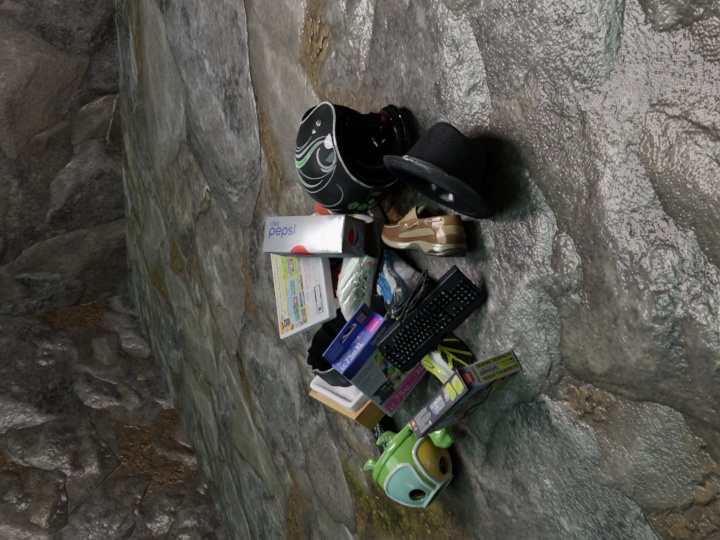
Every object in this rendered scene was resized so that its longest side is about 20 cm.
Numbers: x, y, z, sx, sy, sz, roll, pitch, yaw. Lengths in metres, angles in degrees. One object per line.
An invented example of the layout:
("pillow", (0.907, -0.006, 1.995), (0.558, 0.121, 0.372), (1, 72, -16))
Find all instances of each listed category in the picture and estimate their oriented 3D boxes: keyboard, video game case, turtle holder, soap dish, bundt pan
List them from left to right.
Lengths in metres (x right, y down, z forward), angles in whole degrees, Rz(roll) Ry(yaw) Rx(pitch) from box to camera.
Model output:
("video game case", (-0.115, 0.015, 1.357), (0.181, 0.023, 0.205), (-26, 68, 49))
("bundt pan", (-0.006, 0.140, 1.318), (0.076, 0.202, 0.201), (50, 161, -25))
("soap dish", (0.003, 0.221, 1.363), (0.082, 0.157, 0.199), (53, 160, -22))
("turtle holder", (0.108, 0.340, 1.265), (0.131, 0.140, 0.187), (41, 99, 24))
("keyboard", (0.098, 0.079, 1.102), (0.104, 0.040, 0.200), (40, 113, -8))

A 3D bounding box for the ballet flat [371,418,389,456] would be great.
("ballet flat", (0.049, 0.322, 1.441), (0.203, 0.056, 0.066), (67, -167, 19))

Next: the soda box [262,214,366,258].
("soda box", (-0.086, -0.061, 1.260), (0.197, 0.063, 0.070), (3, 84, 38))

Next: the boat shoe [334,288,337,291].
("boat shoe", (-0.118, -0.002, 1.558), (0.200, 0.068, 0.072), (49, 140, 49))

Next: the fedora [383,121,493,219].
("fedora", (0.127, -0.152, 1.005), (0.200, 0.199, 0.093), (31, 92, 52))

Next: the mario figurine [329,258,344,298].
("mario figurine", (-0.054, -0.015, 1.385), (0.124, 0.104, 0.203), (-81, 7, -60))

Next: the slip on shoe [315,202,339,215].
("slip on shoe", (-0.060, -0.180, 1.322), (0.061, 0.073, 0.204), (-30, 50, 39))

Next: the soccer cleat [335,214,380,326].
("soccer cleat", (0.000, 0.000, 1.261), (0.077, 0.068, 0.205), (2, 91, 51))

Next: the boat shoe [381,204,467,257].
("boat shoe", (0.106, -0.069, 1.134), (0.199, 0.074, 0.076), (15, 105, 56))

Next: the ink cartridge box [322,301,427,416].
("ink cartridge box", (0.031, 0.158, 1.209), (0.200, 0.120, 0.042), (46, 170, -37))

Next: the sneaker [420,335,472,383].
("sneaker", (0.111, 0.124, 1.199), (0.201, 0.074, 0.077), (53, 144, 39))

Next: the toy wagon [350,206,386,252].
("toy wagon", (-0.010, -0.071, 1.372), (0.157, 0.039, 0.201), (64, 150, 22))

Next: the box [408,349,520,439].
("box", (0.161, 0.200, 1.104), (0.035, 0.108, 0.201), (61, 149, 23))

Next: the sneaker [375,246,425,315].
("sneaker", (0.078, 0.022, 1.221), (0.201, 0.085, 0.076), (-108, 24, -62))

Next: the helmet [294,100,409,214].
("helmet", (-0.023, -0.198, 1.187), (0.190, 0.197, 0.205), (-13, 91, 61))
